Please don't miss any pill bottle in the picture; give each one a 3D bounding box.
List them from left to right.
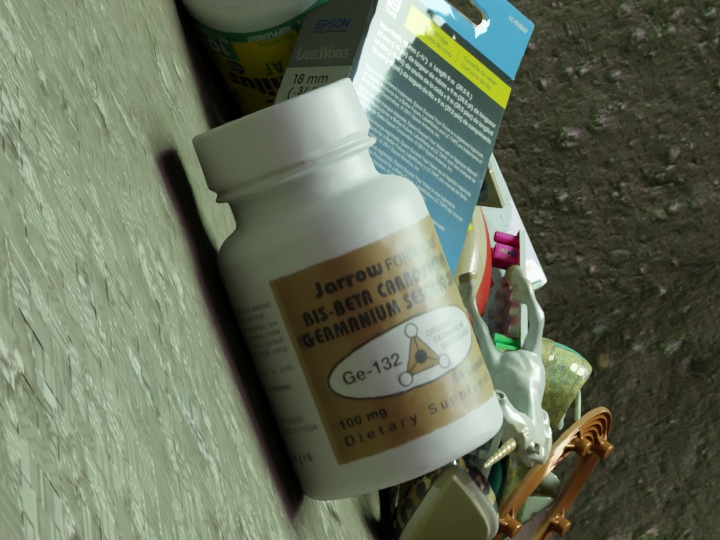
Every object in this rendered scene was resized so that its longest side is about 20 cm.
[{"bbox_3d":[-0.041,-0.147,1.407,0.200,0.113,0.113,65,7,-51],"label":"pill bottle"},{"bbox_3d":[-0.011,0.008,1.090,0.114,0.114,0.200,-63,133,-83],"label":"pill bottle"}]

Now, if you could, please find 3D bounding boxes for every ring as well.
[{"bbox_3d":[0.129,0.187,1.547,0.019,0.201,0.200,37,-6,18],"label":"ring"}]

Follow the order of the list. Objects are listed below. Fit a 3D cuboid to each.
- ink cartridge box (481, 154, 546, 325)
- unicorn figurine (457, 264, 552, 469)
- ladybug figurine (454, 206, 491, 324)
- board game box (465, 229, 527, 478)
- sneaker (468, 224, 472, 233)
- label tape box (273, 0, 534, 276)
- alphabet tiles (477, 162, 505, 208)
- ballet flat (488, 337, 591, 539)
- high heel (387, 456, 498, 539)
[{"bbox_3d":[0.073,-0.047,1.820,0.200,0.050,0.162,65,-29,10],"label":"ink cartridge box"},{"bbox_3d":[0.086,0.071,1.385,0.200,0.074,0.138,115,-36,-75],"label":"unicorn figurine"},{"bbox_3d":[0.050,-0.005,1.654,0.072,0.136,0.200,34,34,-38],"label":"ladybug figurine"},{"bbox_3d":[0.093,0.094,1.657,0.200,0.026,0.200,-82,-173,-61],"label":"board game box"},{"bbox_3d":[0.016,-0.054,1.624,0.200,0.077,0.073,36,-21,46],"label":"sneaker"},{"bbox_3d":[0.020,-0.101,1.327,0.144,0.063,0.200,34,67,-43],"label":"label tape box"},{"bbox_3d":[0.000,-0.121,1.517,0.008,0.200,0.167,-49,131,-34],"label":"alphabet tiles"},{"bbox_3d":[0.130,0.144,1.615,0.071,0.071,0.200,-101,-156,-61],"label":"ballet flat"},{"bbox_3d":[0.046,0.132,1.413,0.200,0.071,0.143,90,-9,-56],"label":"high heel"}]
